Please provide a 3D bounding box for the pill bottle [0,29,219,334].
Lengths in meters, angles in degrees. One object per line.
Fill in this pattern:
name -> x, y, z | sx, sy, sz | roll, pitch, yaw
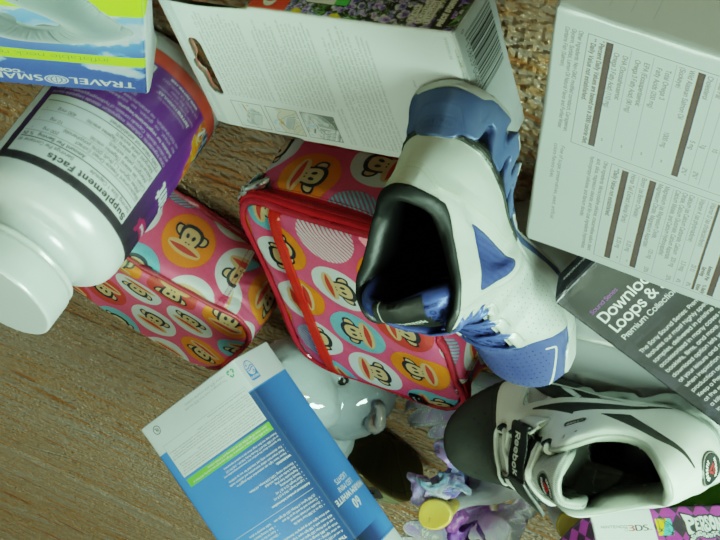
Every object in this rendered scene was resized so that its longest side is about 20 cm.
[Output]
pill bottle -> -0.186, -0.061, 0.870 | 0.111, 0.200, 0.112 | 23, 151, 14

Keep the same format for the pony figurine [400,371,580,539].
pony figurine -> 0.107, 0.157, 0.979 | 0.192, 0.167, 0.200 | 1, 176, 19

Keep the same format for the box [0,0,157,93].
box -> -0.180, -0.154, 0.752 | 0.121, 0.048, 0.200 | 5, 166, -7

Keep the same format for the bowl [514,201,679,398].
bowl -> 0.177, 0.056, 0.851 | 0.199, 0.075, 0.200 | 13, 148, 26

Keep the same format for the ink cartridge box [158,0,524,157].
ink cartridge box -> -0.012, -0.125, 0.766 | 0.199, 0.050, 0.109 | 14, 147, 29

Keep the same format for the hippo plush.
hippo plush -> -0.035, 0.135, 1.052 | 0.199, 0.160, 0.161 | 14, 143, -24

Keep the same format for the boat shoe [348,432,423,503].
boat shoe -> -0.034, 0.152, 1.202 | 0.200, 0.073, 0.063 | 34, 147, -21

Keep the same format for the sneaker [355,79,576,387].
sneaker -> 0.050, 0.007, 0.729 | 0.080, 0.115, 0.200 | 7, 138, 34

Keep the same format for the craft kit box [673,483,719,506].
craft kit box -> 0.290, 0.243, 1.007 | 0.200, 0.048, 0.198 | 50, 148, 5

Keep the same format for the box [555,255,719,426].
box -> 0.228, 0.020, 0.718 | 0.200, 0.036, 0.143 | 36, 118, -11

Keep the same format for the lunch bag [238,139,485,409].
lunch bag -> 0.000, 0.000, 0.911 | 0.176, 0.082, 0.200 | 18, 147, 29

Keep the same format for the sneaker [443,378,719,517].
sneaker -> 0.120, 0.110, 0.803 | 0.199, 0.088, 0.074 | -6, 101, 40

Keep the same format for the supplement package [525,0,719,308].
supplement package -> 0.193, -0.076, 0.544 | 0.199, 0.152, 0.151 | 22, 149, 16

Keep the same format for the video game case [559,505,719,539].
video game case -> 0.201, 0.212, 0.894 | 0.181, 0.036, 0.200 | 1, 148, -16

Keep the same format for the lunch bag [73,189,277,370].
lunch bag -> -0.171, 0.002, 1.078 | 0.200, 0.082, 0.176 | 34, 152, -8

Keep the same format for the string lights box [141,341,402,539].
string lights box -> -0.060, 0.166, 0.968 | 0.103, 0.059, 0.200 | -36, 87, 24
